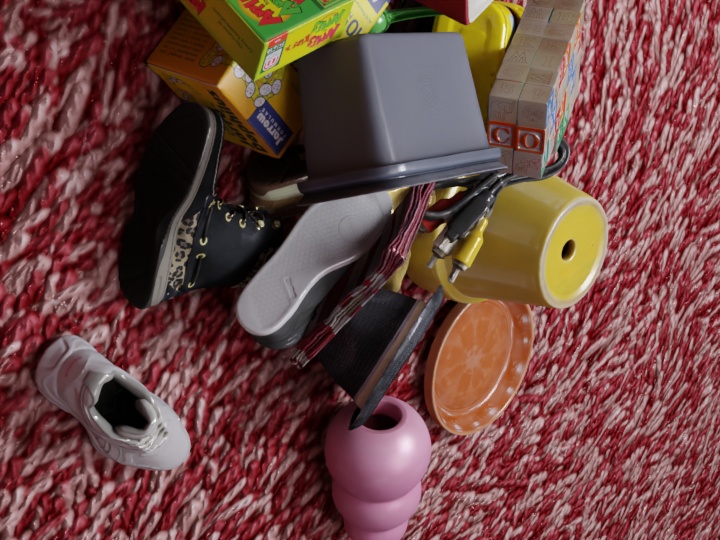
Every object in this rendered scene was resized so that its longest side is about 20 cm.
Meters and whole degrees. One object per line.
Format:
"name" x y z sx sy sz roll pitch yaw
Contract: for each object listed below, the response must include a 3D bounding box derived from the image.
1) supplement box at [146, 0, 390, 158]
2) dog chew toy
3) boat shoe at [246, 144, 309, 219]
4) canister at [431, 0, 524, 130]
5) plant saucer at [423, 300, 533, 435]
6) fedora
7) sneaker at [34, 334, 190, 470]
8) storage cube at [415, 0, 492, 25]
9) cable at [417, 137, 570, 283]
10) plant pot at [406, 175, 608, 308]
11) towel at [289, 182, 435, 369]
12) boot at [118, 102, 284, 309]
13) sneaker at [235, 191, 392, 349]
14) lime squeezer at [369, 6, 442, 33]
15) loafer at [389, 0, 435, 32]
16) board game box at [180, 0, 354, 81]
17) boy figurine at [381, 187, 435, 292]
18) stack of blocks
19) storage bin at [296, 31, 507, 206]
"supplement box" -0.080 -0.223 1.113 0.201 0.109 0.109 -56 137 -12
"dog chew toy" 0.020 0.245 1.417 0.124 0.124 0.202 -28 133 -36
"boat shoe" -0.016 -0.097 1.232 0.198 0.072 0.077 -11 137 -5
"canister" 0.127 -0.214 1.288 0.200 0.086 0.150 -29 129 -72
"plant saucer" 0.150 0.113 1.559 0.199 0.032 0.202 -20 120 -39
"fedora" 0.008 0.075 1.303 0.202 0.091 0.201 -57 177 -4
"sneaker" -0.216 0.143 1.133 0.078 0.099 0.200 -56 137 -12
"storage cube" 0.080 -0.372 1.132 0.171 0.179 0.201 -45 152 -24
"cable" 0.132 -0.086 1.306 0.200 0.097 0.050 -44 175 -10
"plant pot" 0.173 -0.046 1.398 0.200 0.188 0.203 -20 119 -40
"towel" 0.000 0.000 1.232 0.200 0.023 0.145 -47 -168 38
"boot" -0.136 -0.062 1.142 0.153 0.073 0.205 -5 125 -47
"sneaker" -0.047 -0.002 1.201 0.200 0.071 0.099 -46 169 -17
"lime squeezer" -0.003 -0.238 1.201 0.198 0.071 0.038 -22 114 1
"loafer" 0.062 -0.240 1.290 0.201 0.063 0.072 -55 137 -14
"board game box" -0.110 -0.259 1.006 0.101 0.200 0.048 -33 163 -32
"boy figurine" 0.031 -0.069 1.325 0.123 0.064 0.202 -18 122 -22
"stack of blocks" 0.177 -0.178 1.218 0.201 0.058 0.116 -64 159 -45
"storage bin" 0.023 -0.140 1.098 0.199 0.145 0.136 -13 94 -50
